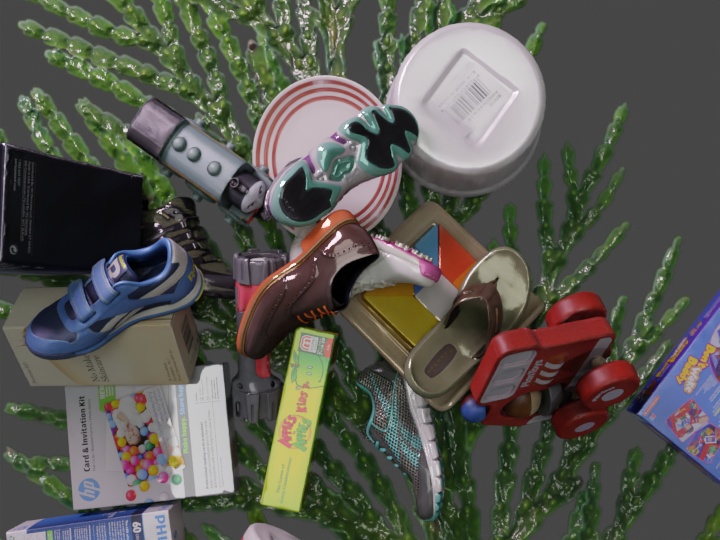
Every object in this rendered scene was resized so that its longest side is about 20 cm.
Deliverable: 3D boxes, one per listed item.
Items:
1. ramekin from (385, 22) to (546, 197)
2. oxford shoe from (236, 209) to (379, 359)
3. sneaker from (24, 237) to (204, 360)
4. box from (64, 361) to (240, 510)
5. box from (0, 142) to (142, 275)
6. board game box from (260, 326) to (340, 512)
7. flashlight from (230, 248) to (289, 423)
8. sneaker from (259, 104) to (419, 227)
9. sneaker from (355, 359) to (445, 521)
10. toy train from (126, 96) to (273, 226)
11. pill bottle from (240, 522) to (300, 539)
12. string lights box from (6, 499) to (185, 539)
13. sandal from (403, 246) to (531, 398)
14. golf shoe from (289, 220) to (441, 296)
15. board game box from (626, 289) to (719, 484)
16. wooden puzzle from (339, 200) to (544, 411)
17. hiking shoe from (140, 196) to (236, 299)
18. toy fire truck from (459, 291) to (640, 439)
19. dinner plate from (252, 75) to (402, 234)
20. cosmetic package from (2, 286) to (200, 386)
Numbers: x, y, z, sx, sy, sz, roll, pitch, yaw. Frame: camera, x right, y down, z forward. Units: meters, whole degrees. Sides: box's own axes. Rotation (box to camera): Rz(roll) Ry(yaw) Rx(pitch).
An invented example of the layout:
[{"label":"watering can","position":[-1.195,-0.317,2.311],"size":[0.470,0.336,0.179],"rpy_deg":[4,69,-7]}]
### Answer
[{"label":"ramekin","position":[0.127,-0.196,0.982],"size":[0.198,0.098,0.203],"rpy_deg":[0,86,2]},{"label":"oxford shoe","position":[-0.060,0.030,0.885],"size":[0.201,0.071,0.073],"rpy_deg":[-51,62,14]},{"label":"sneaker","position":[-0.271,0.025,0.879],"size":[0.198,0.083,0.074],"rpy_deg":[-27,56,-13]},{"label":"box","position":[-0.254,0.200,0.999],"size":[0.197,0.041,0.158],"rpy_deg":[-6,85,3]},{"label":"box","position":[-0.383,-0.058,0.912],"size":[0.198,0.198,0.125],"rpy_deg":[0,88,28]},{"label":"board game box","position":[-0.068,0.169,0.963],"size":[0.047,0.102,0.203],"rpy_deg":[11,87,2]},{"label":"flashlight","position":[-0.116,0.077,0.970],"size":[0.067,0.068,0.203],"rpy_deg":[7,106,30]},{"label":"sneaker","position":[-0.035,-0.120,0.936],"size":[0.199,0.140,0.078],"rpy_deg":[-34,103,-18]},{"label":"sneaker","position":[0.047,0.199,0.976],"size":[0.090,0.078,0.202],"rpy_deg":[-13,77,5]},{"label":"toy train","position":[-0.186,-0.127,0.974],"size":[0.199,0.114,0.086],"rpy_deg":[36,90,12]},{"label":"pill bottle","position":[-0.131,0.408,0.945],"size":[0.110,0.111,0.201],"rpy_deg":[30,87,4]},{"label":"string lights box","position":[-0.313,0.345,0.982],"size":[0.197,0.059,0.104],"rpy_deg":[-8,86,2]},{"label":"sandal","position":[0.127,0.059,0.910],"size":[0.079,0.057,0.202],"rpy_deg":[36,74,8]},{"label":"golf shoe","position":[0.000,0.000,0.936],"size":[0.198,0.075,0.093],"rpy_deg":[17,87,34]},{"label":"board game box","position":[0.436,0.134,0.974],"size":[0.134,0.045,0.201],"rpy_deg":[39,88,4]},{"label":"wooden puzzle","position":[0.088,0.034,0.962],"size":[0.200,0.037,0.185],"rpy_deg":[43,75,16]},{"label":"hiking shoe","position":[-0.217,-0.036,0.995],"size":[0.198,0.076,0.102],"rpy_deg":[25,91,4]},{"label":"toy fire truck","position":[0.195,0.117,0.906],"size":[0.166,0.201,0.113],"rpy_deg":[-7,56,-15]},{"label":"dinner plate","position":[-0.040,-0.133,0.997],"size":[0.198,0.024,0.203],"rpy_deg":[3,99,20]},{"label":"cosmetic package","position":[-0.300,0.077,0.964],"size":[0.197,0.074,0.104],"rpy_deg":[-3,130,6]}]
